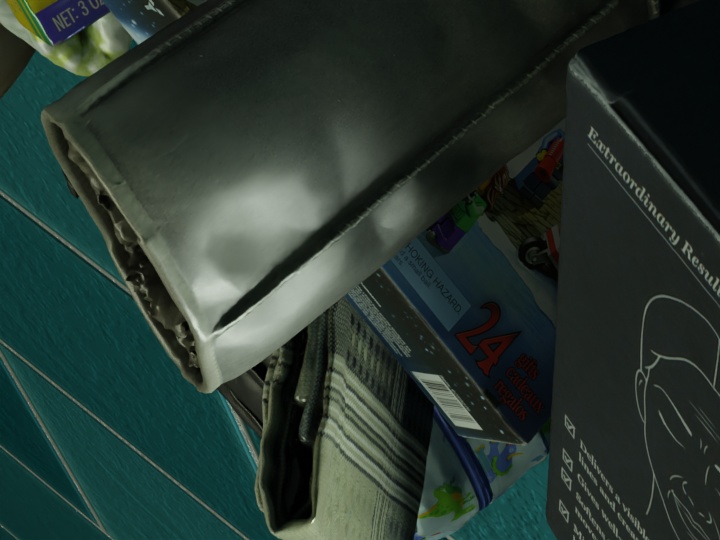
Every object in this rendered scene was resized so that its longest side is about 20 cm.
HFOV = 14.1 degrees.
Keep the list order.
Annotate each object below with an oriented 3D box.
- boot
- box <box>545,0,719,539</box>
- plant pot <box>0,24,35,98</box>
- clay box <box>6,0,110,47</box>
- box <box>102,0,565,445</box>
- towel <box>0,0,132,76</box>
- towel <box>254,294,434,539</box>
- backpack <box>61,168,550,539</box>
[{"bbox_3d":[0.032,-0.037,0.749,0.072,0.200,0.182,26,156,49],"label":"boot"},{"bbox_3d":[0.130,0.039,0.740,0.149,0.107,0.201,55,160,34],"label":"box"},{"bbox_3d":[-0.220,-0.147,1.010,0.200,0.200,0.174,35,165,29],"label":"plant pot"},{"bbox_3d":[-0.093,-0.178,0.815,0.201,0.115,0.048,60,171,-24],"label":"clay box"},{"bbox_3d":[0.021,-0.070,0.806,0.200,0.137,0.038,50,159,-22],"label":"box"},{"bbox_3d":[-0.136,-0.173,0.946,0.200,0.048,0.172,51,-160,-24],"label":"towel"},{"bbox_3d":[0.000,0.000,0.913,0.034,0.194,0.200,6,169,10],"label":"towel"},{"bbox_3d":[-0.008,0.009,1.112,0.201,0.153,0.163,65,163,6],"label":"backpack"}]
